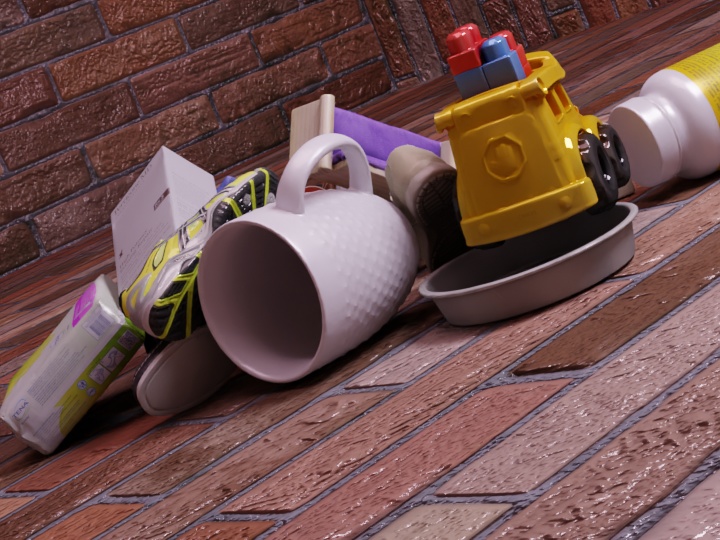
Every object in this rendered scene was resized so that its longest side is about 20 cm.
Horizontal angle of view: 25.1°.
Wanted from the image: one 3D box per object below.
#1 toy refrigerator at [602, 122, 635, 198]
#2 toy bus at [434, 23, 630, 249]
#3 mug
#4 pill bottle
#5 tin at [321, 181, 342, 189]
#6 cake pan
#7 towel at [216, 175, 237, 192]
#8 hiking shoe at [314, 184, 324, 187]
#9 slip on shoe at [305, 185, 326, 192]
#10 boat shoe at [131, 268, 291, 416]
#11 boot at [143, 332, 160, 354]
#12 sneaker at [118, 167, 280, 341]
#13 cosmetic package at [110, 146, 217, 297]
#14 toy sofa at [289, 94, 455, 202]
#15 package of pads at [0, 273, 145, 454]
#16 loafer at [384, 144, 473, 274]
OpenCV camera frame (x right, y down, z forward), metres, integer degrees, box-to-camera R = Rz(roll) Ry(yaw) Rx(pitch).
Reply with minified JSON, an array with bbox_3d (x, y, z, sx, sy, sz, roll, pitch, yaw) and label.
[{"bbox_3d":[0.170,-0.080,1.653,0.200,0.076,0.070,-23,9,-2],"label":"toy refrigerator"},{"bbox_3d":[0.140,-0.133,1.434,0.135,0.192,0.200,-20,8,22],"label":"toy bus"},{"bbox_3d":[-0.033,-0.022,1.427,0.147,0.201,0.175,17,28,34],"label":"mug"},{"bbox_3d":[0.345,-0.158,1.574,0.200,0.113,0.112,-25,10,-20],"label":"pill bottle"},{"bbox_3d":[0.010,-0.073,1.814,0.042,0.112,0.200,-56,7,19],"label":"tin"},{"bbox_3d":[0.148,-0.004,1.385,0.200,0.037,0.200,-22,9,4],"label":"cake pan"},{"bbox_3d":[-0.145,-0.035,1.668,0.145,0.024,0.200,-45,24,-11],"label":"towel"},{"bbox_3d":[-0.019,-0.060,1.894,0.076,0.101,0.200,-18,10,17],"label":"hiking shoe"},{"bbox_3d":[-0.055,-0.046,1.664,0.074,0.061,0.200,-35,23,11],"label":"slip on shoe"},{"bbox_3d":[-0.142,0.057,1.491,0.060,0.074,0.200,19,53,40],"label":"boat shoe"},{"bbox_3d":[-0.134,0.037,1.663,0.158,0.080,0.211,-28,19,6],"label":"boot"},{"bbox_3d":[-0.146,-0.025,1.468,0.076,0.076,0.200,15,52,39],"label":"sneaker"},{"bbox_3d":[-0.191,-0.032,1.608,0.102,0.074,0.200,-51,27,16],"label":"cosmetic package"},{"bbox_3d":[0.027,-0.120,1.704,0.200,0.083,0.097,15,-19,-40],"label":"toy sofa"},{"bbox_3d":[-0.282,0.090,1.589,0.155,0.068,0.200,-50,10,0],"label":"package of pads"},{"bbox_3d":[0.071,-0.060,1.521,0.076,0.068,0.200,-33,-28,-6],"label":"loafer"}]
